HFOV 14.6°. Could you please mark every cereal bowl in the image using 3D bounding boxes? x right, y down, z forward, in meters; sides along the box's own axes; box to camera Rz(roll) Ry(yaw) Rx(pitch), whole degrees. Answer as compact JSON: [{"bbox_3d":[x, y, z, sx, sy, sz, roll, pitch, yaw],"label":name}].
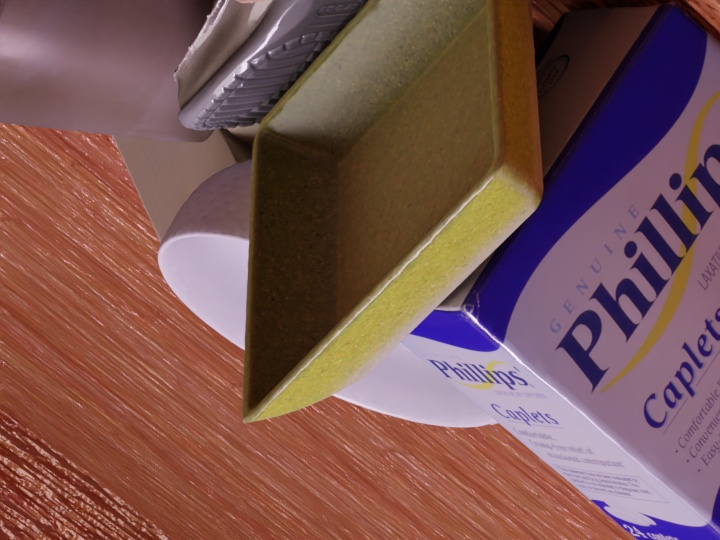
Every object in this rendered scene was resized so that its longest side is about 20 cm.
[{"bbox_3d":[0.000,0.000,1.471,0.200,0.083,0.200,22,160,9],"label":"cereal bowl"}]

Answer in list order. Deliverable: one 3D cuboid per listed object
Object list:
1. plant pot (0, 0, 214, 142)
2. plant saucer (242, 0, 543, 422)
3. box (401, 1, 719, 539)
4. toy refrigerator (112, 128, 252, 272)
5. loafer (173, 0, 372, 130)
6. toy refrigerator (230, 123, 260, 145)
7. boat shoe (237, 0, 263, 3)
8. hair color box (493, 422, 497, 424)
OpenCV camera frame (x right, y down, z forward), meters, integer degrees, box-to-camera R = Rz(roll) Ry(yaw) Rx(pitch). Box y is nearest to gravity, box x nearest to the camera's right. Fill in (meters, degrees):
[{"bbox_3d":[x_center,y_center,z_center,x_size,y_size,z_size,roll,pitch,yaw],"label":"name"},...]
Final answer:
[{"bbox_3d":[-0.143,-0.153,1.503,0.173,0.200,0.200,19,168,-10],"label":"plant pot"},{"bbox_3d":[0.021,-0.048,1.291,0.048,0.200,0.200,25,130,-24],"label":"plant saucer"},{"bbox_3d":[0.140,0.005,1.341,0.200,0.184,0.105,39,166,-21],"label":"box"},{"bbox_3d":[-0.083,-0.067,1.620,0.070,0.076,0.200,20,-155,-32],"label":"toy refrigerator"},{"bbox_3d":[-0.034,-0.141,1.381,0.200,0.075,0.070,-47,59,41],"label":"loafer"},{"bbox_3d":[0.034,-0.065,1.532,0.200,0.070,0.076,33,146,3],"label":"toy refrigerator"},{"bbox_3d":[-0.057,-0.191,1.251,0.074,0.069,0.200,44,149,28],"label":"boat shoe"},{"bbox_3d":[0.039,0.011,1.731,0.200,0.064,0.111,38,162,-11],"label":"hair color box"}]
